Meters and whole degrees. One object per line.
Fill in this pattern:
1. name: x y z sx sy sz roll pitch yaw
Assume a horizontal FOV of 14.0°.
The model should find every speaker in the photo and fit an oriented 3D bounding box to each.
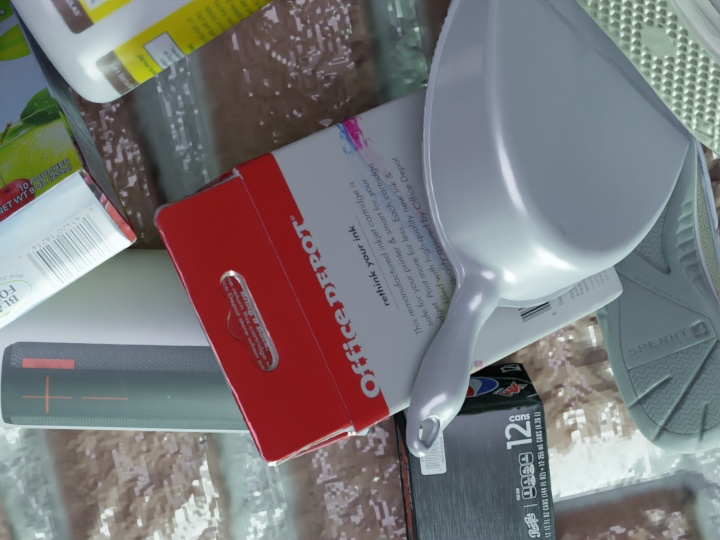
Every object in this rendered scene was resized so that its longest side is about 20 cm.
1. speaker: -0.094 0.030 1.275 0.199 0.081 0.082 2 103 -5

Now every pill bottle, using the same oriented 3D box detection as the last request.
1. pill bottle: -0.056 -0.164 1.216 0.199 0.109 0.110 -31 104 3

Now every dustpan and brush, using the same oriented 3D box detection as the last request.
1. dustpan and brush: 0.061 -0.017 1.182 0.139 0.057 0.201 38 54 -36

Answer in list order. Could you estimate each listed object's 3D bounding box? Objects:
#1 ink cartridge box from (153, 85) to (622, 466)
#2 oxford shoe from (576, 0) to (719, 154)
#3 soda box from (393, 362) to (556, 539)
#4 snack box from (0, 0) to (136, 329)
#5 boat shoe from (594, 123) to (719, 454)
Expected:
1. ink cartridge box: 0.000 0.000 1.206 0.199 0.067 0.117 -24 89 -35
2. oxford shoe: 0.117 -0.130 1.164 0.200 0.075 0.058 49 62 -24
3. soda box: 0.056 0.148 1.319 0.063 0.071 0.201 -7 104 -4
4. snack box: -0.204 -0.014 1.221 0.199 0.142 0.053 -33 131 3
5. boat shoe: 0.123 -0.021 1.295 0.074 0.065 0.203 -19 99 10
